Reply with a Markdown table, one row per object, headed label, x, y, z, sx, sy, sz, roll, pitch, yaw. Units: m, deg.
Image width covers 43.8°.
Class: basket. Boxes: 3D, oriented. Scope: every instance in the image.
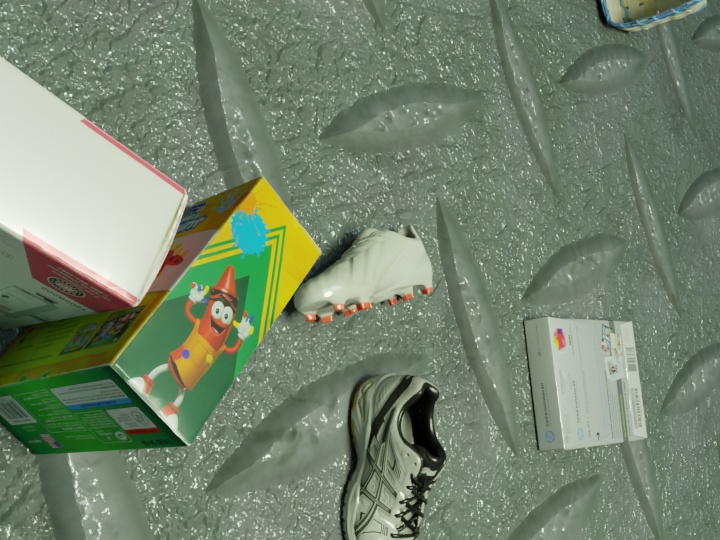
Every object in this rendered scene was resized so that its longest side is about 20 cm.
| label | x | y | z | sx | sy | sz | roll | pitch | yaw |
| --- | --- | --- | --- | --- | --- | --- | --- | --- | --- |
| basket | 0.424 | -0.437 | 1.322 | 0.199 | 0.174 | 0.141 | 0 | 79 | -64 |

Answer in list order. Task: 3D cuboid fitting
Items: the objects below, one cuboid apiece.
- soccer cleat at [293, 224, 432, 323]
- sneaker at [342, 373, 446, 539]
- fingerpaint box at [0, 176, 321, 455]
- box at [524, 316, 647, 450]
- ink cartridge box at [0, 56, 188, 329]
| label | x | y | z | sx | sy | sz | roll | pitch | yaw |
| --- | --- | --- | --- | --- | --- | --- | --- | --- | --- |
| soccer cleat | 0.000 | 0.000 | 0.861 | 0.199 | 0.069 | 0.079 | -11 | 83 | -53 |
| sneaker | 0.036 | 0.195 | 0.829 | 0.075 | 0.087 | 0.203 | 9 | 75 | -45 |
| fingerpaint box | -0.145 | 0.036 | 0.605 | 0.074 | 0.198 | 0.168 | 51 | 49 | -23 |
| box | 0.287 | 0.140 | 1.128 | 0.198 | 0.041 | 0.159 | 5 | 76 | -45 |
| ink cartridge box | -0.223 | -0.036 | 0.546 | 0.146 | 0.198 | 0.084 | 36 | 60 | -33 |
